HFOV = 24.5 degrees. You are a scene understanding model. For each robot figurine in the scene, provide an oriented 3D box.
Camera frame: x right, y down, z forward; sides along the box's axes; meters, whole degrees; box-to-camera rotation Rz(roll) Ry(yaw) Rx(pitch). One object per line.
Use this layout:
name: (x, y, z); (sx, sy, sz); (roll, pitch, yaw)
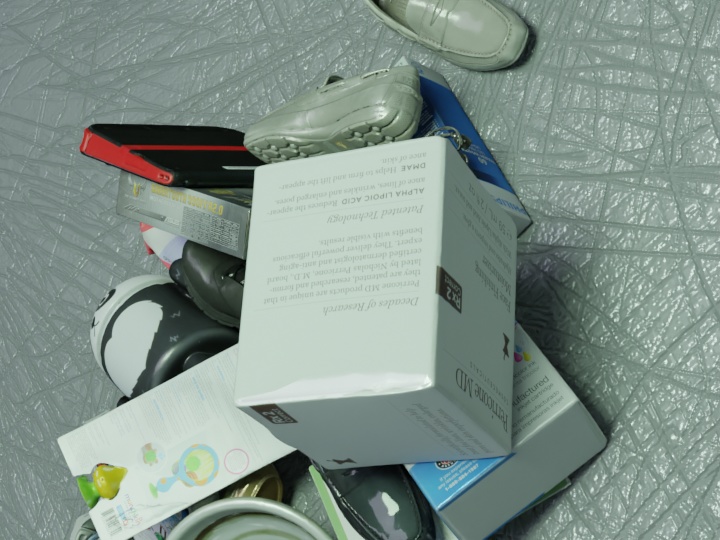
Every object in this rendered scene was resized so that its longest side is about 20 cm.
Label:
robot figurine: (-0.185, 0.084, 1.627); (0.150, 0.125, 0.200); (-39, 44, -14)

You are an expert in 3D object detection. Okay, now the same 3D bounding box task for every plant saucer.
plant saucer: (-0.085, 0.291, 1.456); (0.199, 0.050, 0.201); (3, 100, 18)

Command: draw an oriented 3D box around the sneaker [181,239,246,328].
sneaker: (-0.087, 0.028, 1.535); (0.200, 0.076, 0.091); (41, 150, 15)

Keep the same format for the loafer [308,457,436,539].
loafer: (-0.007, 0.160, 1.383); (0.068, 0.070, 0.201); (-38, 54, 1)

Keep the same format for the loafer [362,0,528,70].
loafer: (0.071, -0.233, 1.524); (0.200, 0.070, 0.070); (25, 94, 46)

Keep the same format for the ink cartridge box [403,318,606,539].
ink cartridge box: (0.083, 0.101, 1.360); (0.144, 0.085, 0.200); (-38, 48, 1)

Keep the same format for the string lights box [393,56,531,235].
string lights box: (0.062, -0.086, 1.491); (0.103, 0.059, 0.201); (-46, 49, 24)

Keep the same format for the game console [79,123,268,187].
game console: (-0.155, -0.107, 1.613); (0.177, 0.199, 0.031); (28, 113, 44)

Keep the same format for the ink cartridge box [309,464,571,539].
ink cartridge box: (0.069, 0.182, 1.406); (0.199, 0.048, 0.146); (-30, 54, 6)

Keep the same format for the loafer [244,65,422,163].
loafer: (-0.024, -0.139, 1.500); (0.199, 0.070, 0.070); (-8, 57, 40)

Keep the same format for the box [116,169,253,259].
box: (-0.111, -0.057, 1.573); (0.199, 0.158, 0.049); (19, 104, 45)

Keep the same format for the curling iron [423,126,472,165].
curling iron: (0.083, -0.043, 1.383); (0.049, 0.026, 0.201); (-34, 49, 28)

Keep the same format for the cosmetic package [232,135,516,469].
cosmetic package: (0.017, 0.031, 1.268); (0.164, 0.165, 0.201); (-8, 64, 24)

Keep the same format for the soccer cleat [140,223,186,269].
soccer cleat: (-0.159, -0.015, 1.693); (0.200, 0.066, 0.077); (33, 131, 40)

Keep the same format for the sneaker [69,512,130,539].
sneaker: (-0.272, 0.340, 1.675); (0.087, 0.074, 0.201); (-163, 84, -70)

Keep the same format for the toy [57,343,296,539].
toy: (-0.163, 0.161, 1.514); (0.199, 0.047, 0.116); (-27, 71, -5)

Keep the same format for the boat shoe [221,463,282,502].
boat shoe: (-0.099, 0.275, 1.526); (0.062, 0.073, 0.201); (16, 99, 38)

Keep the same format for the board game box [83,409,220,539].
board game box: (-0.196, 0.231, 1.606); (0.200, 0.035, 0.127); (28, 134, 45)
